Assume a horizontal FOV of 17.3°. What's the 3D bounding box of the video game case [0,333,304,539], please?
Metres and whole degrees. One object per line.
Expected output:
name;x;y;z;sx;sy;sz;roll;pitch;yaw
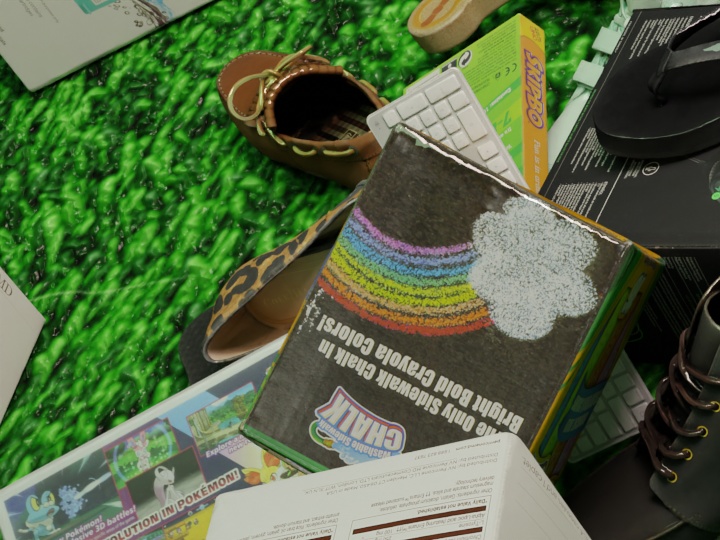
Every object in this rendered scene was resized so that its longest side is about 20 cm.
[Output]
video game case;-0.075;0.148;1.184;0.200;0.023;0.182;-29;61;11

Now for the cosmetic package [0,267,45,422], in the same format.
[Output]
cosmetic package;-0.279;0.077;1.422;0.085;0.108;0.200;-10;45;32

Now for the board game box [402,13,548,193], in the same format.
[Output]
board game box;0.062;-0.039;1.293;0.096;0.030;0.200;-31;41;37

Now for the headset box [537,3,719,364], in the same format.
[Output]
headset box;0.205;-0.046;1.169;0.200;0.093;0.174;-1;48;39

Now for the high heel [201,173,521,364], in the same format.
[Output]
high heel;0.000;0.000;1.218;0.143;0.071;0.200;-43;13;-22

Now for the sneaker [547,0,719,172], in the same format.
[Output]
sneaker;0.143;-0.134;1.299;0.200;0.118;0.074;-48;39;-14

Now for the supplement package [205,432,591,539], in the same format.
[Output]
supplement package;0.029;0.210;0.942;0.147;0.191;0.200;-15;41;28

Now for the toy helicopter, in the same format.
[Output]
toy helicopter;0.112;-0.203;1.442;0.200;0.079;0.132;-34;34;7

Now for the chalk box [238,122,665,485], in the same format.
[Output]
chalk box;0.035;0.054;1.073;0.125;0.124;0.200;28;94;14

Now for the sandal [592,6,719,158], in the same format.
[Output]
sandal;0.200;-0.116;1.136;0.200;0.043;0.076;-24;37;14

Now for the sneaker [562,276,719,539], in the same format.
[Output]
sneaker;0.147;0.069;1.076;0.200;0.106;0.075;-32;36;8

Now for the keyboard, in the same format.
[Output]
keyboard;0.075;-0.001;1.151;0.056;0.200;0.011;-28;6;33

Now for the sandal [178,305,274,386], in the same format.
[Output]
sandal;-0.060;0.073;1.304;0.075;0.048;0.200;-31;23;10

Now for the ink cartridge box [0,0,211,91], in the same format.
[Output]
ink cartridge box;-0.188;-0.259;1.688;0.200;0.146;0.147;-25;37;15

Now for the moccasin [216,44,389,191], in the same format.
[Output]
moccasin;-0.032;-0.097;1.436;0.074;0.078;0.201;-42;36;-5
